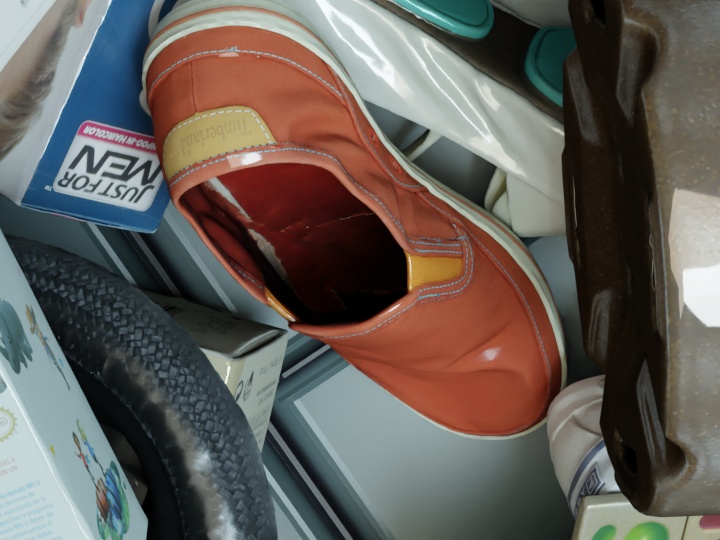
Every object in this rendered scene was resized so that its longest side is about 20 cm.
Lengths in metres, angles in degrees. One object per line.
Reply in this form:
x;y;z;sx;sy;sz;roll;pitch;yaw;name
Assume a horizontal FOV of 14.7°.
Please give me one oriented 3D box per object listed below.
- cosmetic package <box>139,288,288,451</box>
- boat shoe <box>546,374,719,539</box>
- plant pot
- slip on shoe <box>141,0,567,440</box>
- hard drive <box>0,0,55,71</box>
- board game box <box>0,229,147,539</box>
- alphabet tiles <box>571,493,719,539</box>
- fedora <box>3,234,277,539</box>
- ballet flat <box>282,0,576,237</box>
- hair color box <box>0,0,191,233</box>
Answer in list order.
-0.098;0.104;0.863;0.103;0.073;0.200;14;98;10;cosmetic package
0.153;0.046;0.858;0.200;0.070;0.071;-9;127;-13;boat shoe
0.161;-0.020;0.739;0.198;0.200;0.201;-5;101;-3;plant pot
0.000;0.000;0.819;0.074;0.061;0.200;-18;140;22;slip on shoe
-0.165;-0.099;0.771;0.200;0.132;0.026;14;145;31;hard drive
-0.158;0.015;0.671;0.147;0.064;0.200;-21;112;9;board game box
0.117;0.132;0.858;0.200;0.006;0.167;-2;124;-17;alphabet tiles
-0.113;0.082;0.779;0.200;0.092;0.201;1;93;9;fedora
0.037;-0.051;0.853;0.200;0.069;0.070;28;100;0;ballet flat
-0.070;-0.123;0.812;0.100;0.060;0.200;32;103;37;hair color box
